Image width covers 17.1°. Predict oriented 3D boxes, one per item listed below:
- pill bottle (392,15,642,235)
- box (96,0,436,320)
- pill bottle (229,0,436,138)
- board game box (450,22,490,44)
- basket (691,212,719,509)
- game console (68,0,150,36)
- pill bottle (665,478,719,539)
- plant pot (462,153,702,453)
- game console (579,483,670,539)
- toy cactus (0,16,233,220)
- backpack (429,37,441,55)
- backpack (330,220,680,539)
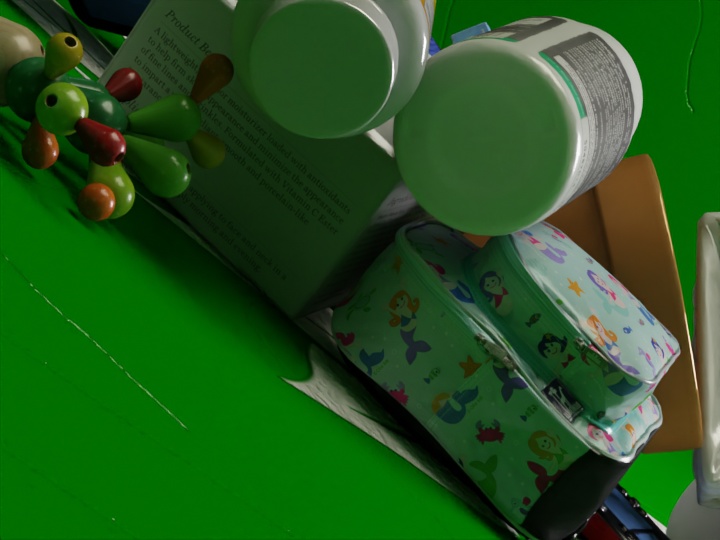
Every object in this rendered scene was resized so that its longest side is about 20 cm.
[{"bbox_3d":[0.101,-0.092,1.434,0.113,0.113,0.200,42,22,8],"label":"pill bottle"},{"bbox_3d":[-0.037,-0.093,1.533,0.199,0.131,0.200,43,23,12],"label":"box"},{"bbox_3d":[-0.014,-0.142,1.340,0.109,0.109,0.200,40,19,-11],"label":"pill bottle"},{"bbox_3d":[0.128,-0.076,1.901,0.151,0.036,0.200,60,13,-50],"label":"board game box"},{"bbox_3d":[0.299,0.071,1.692,0.135,0.201,0.123,2,-18,2],"label":"basket"},{"bbox_3d":[-0.212,-0.224,1.820,0.200,0.119,0.172,17,19,42],"label":"game console"},{"bbox_3d":[0.341,0.239,1.865,0.200,0.114,0.114,40,6,-19],"label":"pill bottle"},{"bbox_3d":[0.143,0.032,1.607,0.200,0.140,0.201,-10,90,-85],"label":"plant pot"},{"bbox_3d":[0.190,0.186,1.685,0.177,0.031,0.200,43,7,15],"label":"game console"},{"bbox_3d":[-0.157,-0.098,1.278,0.165,0.102,0.200,32,13,7],"label":"toy cactus"},{"bbox_3d":[-0.004,-0.110,1.963,0.167,0.163,0.200,-2,31,-23],"label":"backpack"},{"bbox_3d":[0.087,0.052,1.443,0.200,0.151,0.177,37,16,9],"label":"backpack"}]
